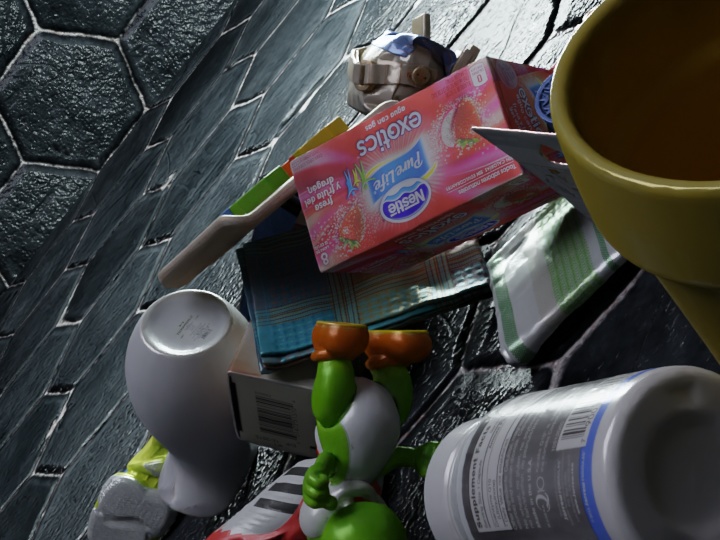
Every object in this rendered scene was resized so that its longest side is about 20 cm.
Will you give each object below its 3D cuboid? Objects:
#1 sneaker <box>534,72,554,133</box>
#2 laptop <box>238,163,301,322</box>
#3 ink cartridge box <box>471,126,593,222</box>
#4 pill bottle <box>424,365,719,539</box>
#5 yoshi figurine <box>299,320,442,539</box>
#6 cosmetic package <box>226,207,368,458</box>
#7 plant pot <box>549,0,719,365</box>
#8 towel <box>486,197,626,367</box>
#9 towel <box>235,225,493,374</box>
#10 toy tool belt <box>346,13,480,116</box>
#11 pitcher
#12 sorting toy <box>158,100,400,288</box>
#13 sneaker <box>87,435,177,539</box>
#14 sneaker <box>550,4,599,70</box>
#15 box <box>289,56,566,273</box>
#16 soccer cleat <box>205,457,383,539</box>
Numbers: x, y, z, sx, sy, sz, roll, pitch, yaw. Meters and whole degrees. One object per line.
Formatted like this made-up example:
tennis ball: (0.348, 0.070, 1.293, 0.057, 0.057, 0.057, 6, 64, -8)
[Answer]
sneaker: (0.212, -0.085, 1.172, 0.200, 0.078, 0.070, 20, 74, 38)
laptop: (-0.029, -0.037, 1.699, 0.200, 0.116, 0.187, -25, -10, 7)
ink cartridge box: (0.175, -0.048, 1.059, 0.044, 0.173, 0.200, -55, 18, -5)
pill bottle: (0.124, 0.119, 0.976, 0.200, 0.114, 0.114, -20, 37, 61)
yoshi figurine: (0.005, 0.139, 1.246, 0.112, 0.112, 0.201, 13, -97, -76)
cosmetic package: (-0.037, 0.048, 1.511, 0.104, 0.087, 0.200, 86, -159, -48)
plant pot: (0.212, -0.037, 0.857, 0.200, 0.189, 0.201, -16, 38, 13)
towel: (0.174, -0.029, 1.286, 0.200, 0.031, 0.149, -44, 21, 20)
towel: (0.000, 0.000, 1.448, 0.199, 0.022, 0.147, -19, 44, 3)
toy tool belt: (0.058, -0.195, 1.734, 0.123, 0.125, 0.200, -62, 18, 2)
pitcher: (-0.131, 0.098, 1.592, 0.172, 0.121, 0.200, -57, -26, -38)
sorting toy: (-0.071, -0.067, 1.484, 0.200, 0.037, 0.185, -37, 1, -29)
sneaker: (-0.188, 0.195, 1.744, 0.200, 0.076, 0.105, -50, -1, 14)
sneaker: (0.172, -0.129, 1.393, 0.201, 0.071, 0.098, -52, 15, -1)
box: (0.059, -0.074, 1.339, 0.200, 0.102, 0.095, -25, 74, 34)
soccer cleat: (-0.054, 0.194, 1.387, 0.200, 0.069, 0.085, -39, 14, 31)
